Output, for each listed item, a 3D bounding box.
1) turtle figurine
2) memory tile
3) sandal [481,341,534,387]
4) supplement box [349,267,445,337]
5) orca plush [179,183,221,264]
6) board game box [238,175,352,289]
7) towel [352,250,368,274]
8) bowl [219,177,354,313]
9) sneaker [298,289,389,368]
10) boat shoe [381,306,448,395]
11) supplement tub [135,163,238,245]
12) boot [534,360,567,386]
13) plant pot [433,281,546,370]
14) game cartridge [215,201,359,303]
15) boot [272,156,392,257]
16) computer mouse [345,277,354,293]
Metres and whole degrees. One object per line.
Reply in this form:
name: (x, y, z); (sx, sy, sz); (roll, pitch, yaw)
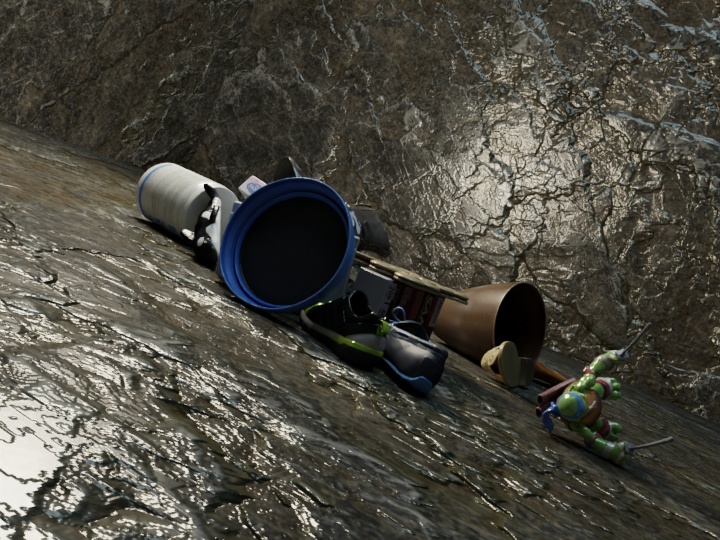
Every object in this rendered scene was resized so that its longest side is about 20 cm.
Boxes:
turtle figurine: (0.365, 0.195, 1.005); (0.144, 0.200, 0.194); (62, 15, 22)
memory tile: (0.078, 0.010, 1.150); (0.153, 0.017, 0.200); (24, 4, 36)
sandal: (0.260, 0.177, 1.308); (0.069, 0.078, 0.212); (2, -14, 30)
supplement box: (0.054, 0.069, 1.135); (0.061, 0.109, 0.200); (23, 4, 32)
orca plush: (-0.283, -0.081, 1.246); (0.071, 0.105, 0.201); (0, 51, -10)
board game box: (-0.120, -0.064, 1.330); (0.199, 0.041, 0.200); (35, -17, 35)
towel: (0.000, 0.000, 1.315); (0.200, 0.031, 0.149); (46, -10, -23)
bowl: (-0.101, -0.034, 0.997); (0.200, 0.201, 0.039); (25, -12, 26)
sneaker: (-0.014, 0.065, 0.954); (0.072, 0.083, 0.200); (21, 4, -33)
boat shoe: (0.066, 0.102, 0.945); (0.084, 0.069, 0.200); (38, 0, -30)
supplement tub: (-0.347, -0.132, 1.415); (0.200, 0.132, 0.132); (26, 5, 42)
boot: (0.378, 0.201, 1.595); (0.199, 0.069, 0.188); (23, 3, -17)
plant pot: (0.251, 0.110, 1.471); (0.187, 0.188, 0.200); (20, -10, -43)
game cartridge: (-0.114, -0.015, 1.081); (0.199, 0.134, 0.042); (17, 11, -1)
boot: (-0.046, -0.102, 1.196); (0.174, 0.069, 0.200); (-2, 58, -45)
computer mouse: (-0.007, 0.049, 1.409); (0.200, 0.034, 0.059); (34, -14, 52)
